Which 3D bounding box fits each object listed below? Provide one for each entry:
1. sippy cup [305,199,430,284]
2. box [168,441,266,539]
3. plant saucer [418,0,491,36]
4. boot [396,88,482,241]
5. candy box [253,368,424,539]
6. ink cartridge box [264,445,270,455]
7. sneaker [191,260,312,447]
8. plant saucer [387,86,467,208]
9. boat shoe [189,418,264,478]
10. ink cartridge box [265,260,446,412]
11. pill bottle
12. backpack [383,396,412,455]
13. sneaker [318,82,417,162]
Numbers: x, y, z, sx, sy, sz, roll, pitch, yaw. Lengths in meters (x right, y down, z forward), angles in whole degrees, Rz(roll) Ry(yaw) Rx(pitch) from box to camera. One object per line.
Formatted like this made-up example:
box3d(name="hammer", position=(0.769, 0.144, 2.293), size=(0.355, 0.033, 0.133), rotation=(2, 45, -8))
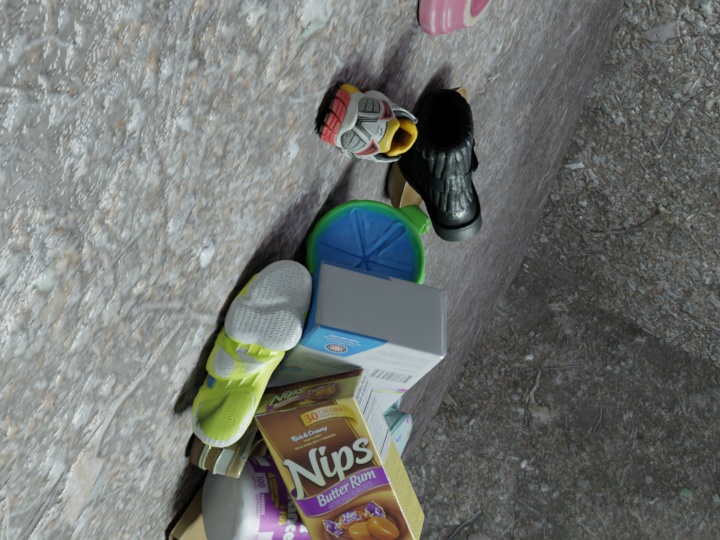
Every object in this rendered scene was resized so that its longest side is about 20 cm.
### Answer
box3d(name="sippy cup", position=(0.000, 0.000, 1.324), size=(0.130, 0.177, 0.141), rotation=(114, -30, -76))
box3d(name="box", position=(-0.174, 0.281, 1.408), size=(0.200, 0.021, 0.164), rotation=(-55, 166, -34))
box3d(name="plant saucer", position=(0.132, -0.357, 1.291), size=(0.201, 0.051, 0.201), rotation=(-59, 167, -23))
box3d(name="boot", position=(0.086, -0.153, 1.326), size=(0.079, 0.212, 0.158), rotation=(-22, 137, -4))
box3d(name="candy box", position=(-0.020, 0.208, 1.198), size=(0.057, 0.116, 0.201), rotation=(-65, 137, -60))
box3d(name="ink cartridge box", position=(-0.079, 0.192, 1.406), size=(0.094, 0.044, 0.201), rotation=(-122, -137, -67))
box3d(name="sneaker", position=(-0.114, 0.080, 1.158), size=(0.201, 0.075, 0.105), rotation=(-60, -175, -4))
box3d(name="plant saucer", position=(0.085, -0.163, 1.541), size=(0.201, 0.035, 0.200), rotation=(-59, 167, -23))
box3d(name="boat shoe", position=(-0.113, 0.165, 1.289), size=(0.200, 0.076, 0.072), rotation=(-53, 163, -45))
box3d(name="ink cartridge box", position=(-0.015, 0.083, 1.220), size=(0.200, 0.144, 0.085), rotation=(129, -31, -52))
box3d(name="pill bottle", position=(-0.073, 0.270, 1.315), size=(0.199, 0.112, 0.113), rotation=(4, 121, -31))
box3d(name="backpack", position=(-0.002, 0.245, 1.782), size=(0.176, 0.153, 0.201), rotation=(72, 39, -66))
box3d(name="sneaker", position=(0.020, -0.142, 1.189), size=(0.078, 0.082, 0.200), rotation=(-67, 169, 11))
